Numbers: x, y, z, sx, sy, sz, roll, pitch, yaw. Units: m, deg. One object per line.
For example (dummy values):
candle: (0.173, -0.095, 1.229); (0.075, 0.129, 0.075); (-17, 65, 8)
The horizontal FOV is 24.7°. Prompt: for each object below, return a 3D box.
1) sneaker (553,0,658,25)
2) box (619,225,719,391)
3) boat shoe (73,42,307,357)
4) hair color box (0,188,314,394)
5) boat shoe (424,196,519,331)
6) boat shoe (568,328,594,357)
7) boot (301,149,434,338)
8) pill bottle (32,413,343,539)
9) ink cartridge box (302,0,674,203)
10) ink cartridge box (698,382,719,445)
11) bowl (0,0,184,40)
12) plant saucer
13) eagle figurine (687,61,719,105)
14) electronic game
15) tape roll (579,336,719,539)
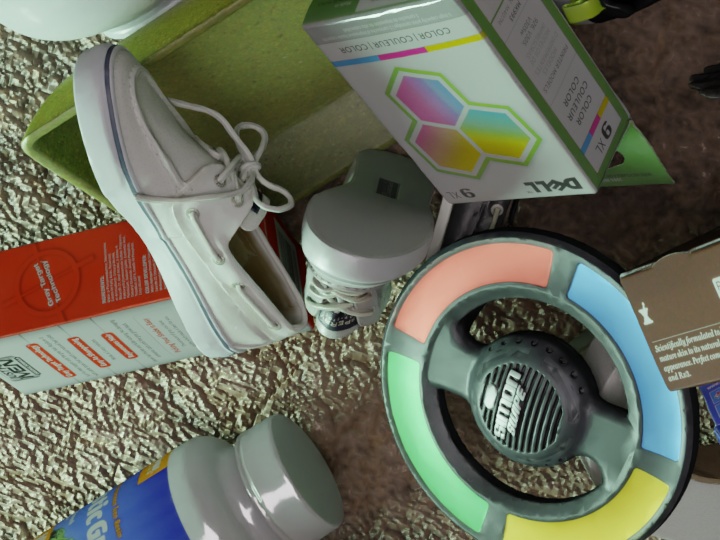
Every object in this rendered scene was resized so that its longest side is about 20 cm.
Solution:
sneaker: (0.180, -0.186, 0.873); (0.200, 0.083, 0.072); (-39, 119, -12)
box: (0.248, -0.011, 0.866); (0.199, 0.100, 0.075); (-22, 88, -27)
boat shoe: (-0.076, -0.038, 0.870); (0.086, 0.075, 0.203); (-11, 124, 19)
hair color box: (-0.138, 0.016, 1.016); (0.199, 0.102, 0.062); (-13, 66, 9)
boat shoe: (0.074, -0.021, 1.005); (0.060, 0.074, 0.202); (11, 97, 9)
boat shoe: (0.210, 0.025, 1.001); (0.199, 0.067, 0.057); (-34, 94, 10)
boot: (0.000, 0.000, 0.951); (0.073, 0.200, 0.096); (19, 109, 6)
pill bottle: (-0.114, 0.176, 1.054); (0.199, 0.112, 0.112); (-33, 98, 13)
ink cartridge box: (0.072, -0.088, 0.873); (0.103, 0.060, 0.200); (-2, 141, 44)
ink cartridge box: (0.284, 0.123, 0.948); (0.119, 0.042, 0.201); (-26, 112, 5)
bowl: (-0.139, -0.197, 0.940); (0.200, 0.202, 0.090); (-32, 124, 13)
plant saucer: (-0.072, -0.103, 0.963); (0.199, 0.200, 0.048); (-31, 61, 12)
eagle figurine: (0.299, -0.144, 0.919); (0.199, 0.152, 0.152); (18, 126, -3)
electronic game: (0.098, 0.074, 0.936); (0.199, 0.042, 0.201); (12, 112, 31)
tape roll: (0.223, 0.075, 0.983); (0.201, 0.037, 0.204); (-7, 123, -11)
